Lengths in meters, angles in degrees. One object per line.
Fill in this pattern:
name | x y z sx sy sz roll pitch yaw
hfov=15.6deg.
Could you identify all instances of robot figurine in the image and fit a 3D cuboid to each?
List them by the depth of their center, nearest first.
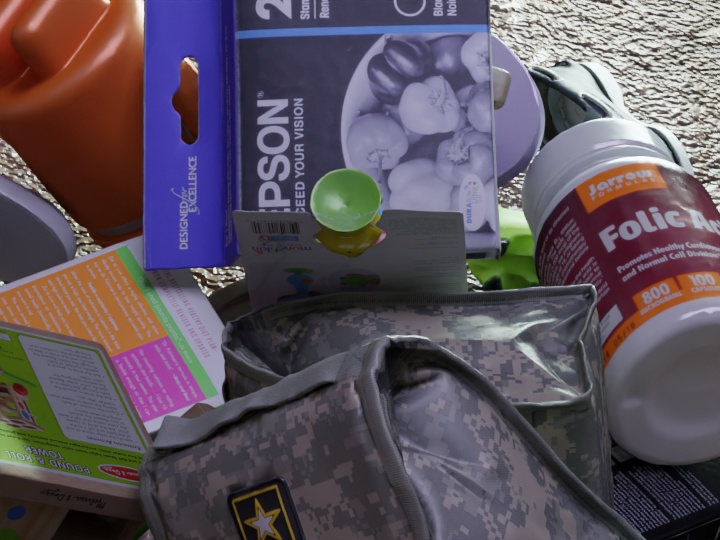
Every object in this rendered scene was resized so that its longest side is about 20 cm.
robot figurine | -0.144 -0.087 1.553 0.200 0.143 0.117 52 15 -29

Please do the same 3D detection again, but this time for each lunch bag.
lunch bag | 0.010 0.127 1.189 0.200 0.164 0.118 45 46 -21
lunch bag | 0.027 0.101 1.341 0.199 0.165 0.118 -2 34 9

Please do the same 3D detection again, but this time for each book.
book | -0.170 0.063 1.429 0.199 0.048 0.134 -19 47 -21

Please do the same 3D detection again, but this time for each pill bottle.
pill bottle | 0.165 0.007 1.517 0.114 0.115 0.200 2 37 -19

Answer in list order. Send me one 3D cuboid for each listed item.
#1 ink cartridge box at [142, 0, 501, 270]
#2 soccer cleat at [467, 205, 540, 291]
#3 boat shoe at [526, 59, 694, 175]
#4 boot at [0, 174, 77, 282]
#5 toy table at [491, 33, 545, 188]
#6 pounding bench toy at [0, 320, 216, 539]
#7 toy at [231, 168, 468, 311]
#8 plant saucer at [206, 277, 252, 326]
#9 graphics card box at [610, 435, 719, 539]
ink cartridge box | -0.024 -0.100 1.452 0.199 0.043 0.199 -2 77 2
soccer cleat | 0.165 -0.003 1.662 0.199 0.068 0.081 15 27 1
boat shoe | 0.161 -0.078 1.758 0.060 0.076 0.200 -1 27 -23
boot | -0.245 -0.065 1.578 0.199 0.074 0.096 22 43 11
toy table | 0.003 -0.112 1.548 0.199 0.117 0.185 1 78 13
pounding bench toy | -0.164 0.129 1.289 0.199 0.156 0.124 14 29 -38
toy | 0.000 0.000 1.379 0.114 0.200 0.047 0 67 4
plant saucer | -0.027 0.056 1.495 0.199 0.030 0.201 -3 36 2
graphics card box | 0.156 0.119 1.503 0.199 0.051 0.125 -18 46 -36
